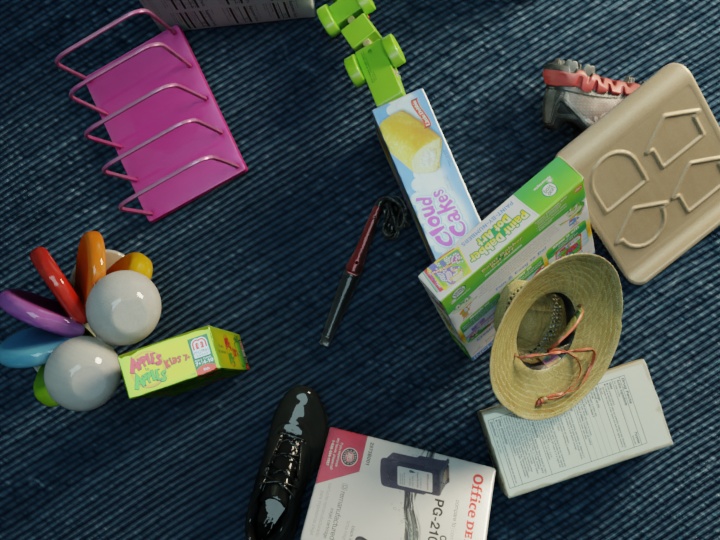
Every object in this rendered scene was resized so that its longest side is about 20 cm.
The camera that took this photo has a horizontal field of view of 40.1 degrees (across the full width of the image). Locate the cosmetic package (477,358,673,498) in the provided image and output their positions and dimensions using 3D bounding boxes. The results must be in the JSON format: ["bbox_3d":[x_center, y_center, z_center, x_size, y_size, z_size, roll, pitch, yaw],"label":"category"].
[{"bbox_3d":[0.245,0.182,1.141,0.198,0.071,0.106,-16,83,0],"label":"cosmetic package"}]

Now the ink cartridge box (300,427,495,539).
[{"bbox_3d":[0.043,0.277,1.102,0.198,0.085,0.146,13,50,4],"label":"ink cartridge box"}]

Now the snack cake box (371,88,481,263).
[{"bbox_3d":[0.083,-0.097,1.155,0.067,0.115,0.202,-23,83,0],"label":"snack cake box"}]

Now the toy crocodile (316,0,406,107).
[{"bbox_3d":[0.005,-0.278,1.189,0.067,0.062,0.202,-30,73,14],"label":"toy crocodile"}]

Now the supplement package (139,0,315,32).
[{"bbox_3d":[-0.164,-0.409,1.180,0.197,0.147,0.194,-5,84,3],"label":"supplement package"}]

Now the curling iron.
[{"bbox_3d":[0.000,0.000,1.187,0.049,0.026,0.201,29,89,31],"label":"curling iron"}]

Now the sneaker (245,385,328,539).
[{"bbox_3d":[-0.085,0.233,1.138,0.075,0.091,0.203,12,83,5],"label":"sneaker"}]

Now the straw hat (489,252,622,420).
[{"bbox_3d":[0.190,0.059,1.075,0.199,0.085,0.203,-15,121,-27],"label":"straw hat"}]

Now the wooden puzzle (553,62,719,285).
[{"bbox_3d":[0.340,-0.112,1.156,0.185,0.046,0.200,-39,113,3],"label":"wooden puzzle"}]

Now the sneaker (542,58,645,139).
[{"bbox_3d":[0.306,-0.186,1.181,0.198,0.071,0.099,12,102,-8],"label":"sneaker"}]

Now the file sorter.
[{"bbox_3d":[-0.250,-0.182,1.160,0.138,0.125,0.202,-27,84,8],"label":"file sorter"}]

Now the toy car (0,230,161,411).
[{"bbox_3d":[-0.328,0.049,1.108,0.149,0.175,0.201,34,86,-29],"label":"toy car"}]

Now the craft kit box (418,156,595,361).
[{"bbox_3d":[0.170,-0.005,1.102,0.199,0.198,0.049,-40,64,-3],"label":"craft kit box"}]

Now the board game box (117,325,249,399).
[{"bbox_3d":[-0.191,0.104,1.099,0.100,0.200,0.048,-19,84,0],"label":"board game box"}]
